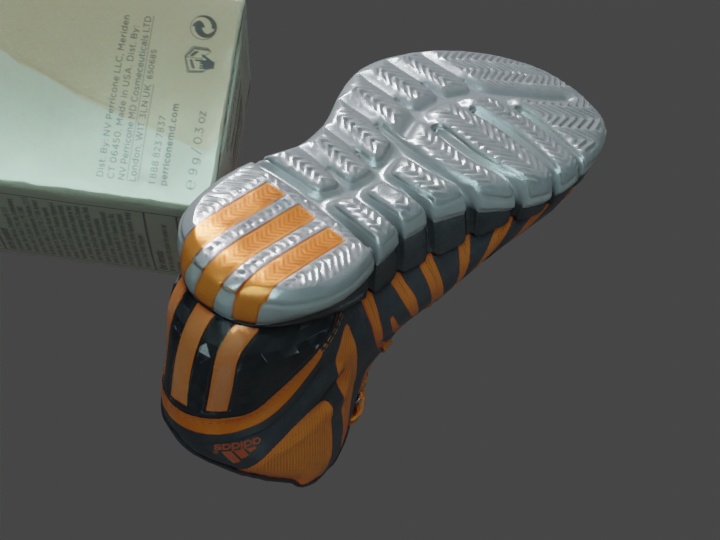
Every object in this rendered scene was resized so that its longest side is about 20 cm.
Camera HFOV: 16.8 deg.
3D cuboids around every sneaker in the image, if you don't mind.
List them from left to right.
[{"bbox_3d":[0.000,0.000,0.832,0.078,0.112,0.200,40,45,24],"label":"sneaker"}]

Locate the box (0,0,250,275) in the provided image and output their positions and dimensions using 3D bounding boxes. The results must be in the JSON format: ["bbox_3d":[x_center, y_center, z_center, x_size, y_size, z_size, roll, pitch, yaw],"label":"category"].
[{"bbox_3d":[-0.141,-0.056,0.830,0.200,0.095,0.078,8,76,-1],"label":"box"}]
